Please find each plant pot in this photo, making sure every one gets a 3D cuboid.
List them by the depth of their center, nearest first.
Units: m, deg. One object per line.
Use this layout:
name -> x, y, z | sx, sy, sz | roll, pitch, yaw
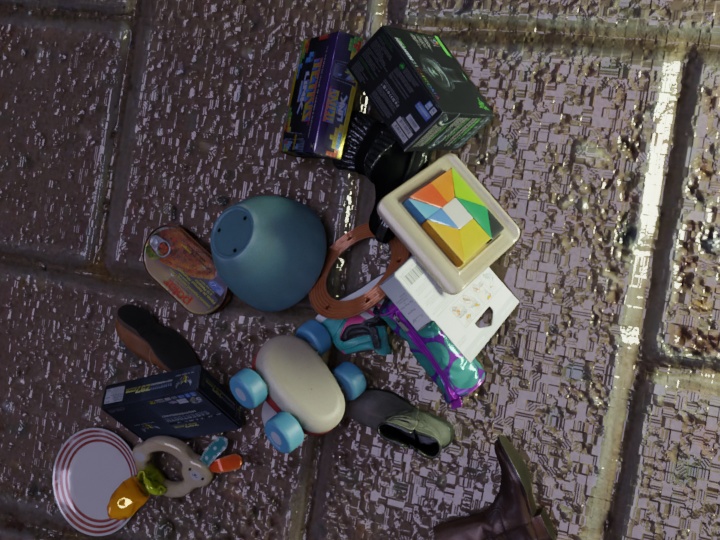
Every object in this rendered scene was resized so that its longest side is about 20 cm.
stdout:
plant pot -> -0.176, -0.043, 1.518 | 0.199, 0.134, 0.202 | -11, 69, 30

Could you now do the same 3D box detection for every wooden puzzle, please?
wooden puzzle -> 0.145, -0.080, 1.403 | 0.185, 0.200, 0.037 | 49, 141, 4

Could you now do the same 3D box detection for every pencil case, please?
pencil case -> 0.113, 0.116, 1.428 | 0.085, 0.092, 0.200 | -33, 100, 34

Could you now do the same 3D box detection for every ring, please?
ring -> 0.000, 0.000, 1.487 | 0.199, 0.019, 0.202 | -25, 41, 24

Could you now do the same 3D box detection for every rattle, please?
rattle -> -0.326, 0.365, 1.575 | 0.198, 0.143, 0.132 | 1, 98, 19

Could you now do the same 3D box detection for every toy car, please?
toy car -> -0.124, 0.217, 1.507 | 0.177, 0.184, 0.200 | 49, 144, 8

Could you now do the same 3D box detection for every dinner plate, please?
dinner plate -> -0.498, 0.399, 1.702 | 0.198, 0.024, 0.202 | -1, 88, 19

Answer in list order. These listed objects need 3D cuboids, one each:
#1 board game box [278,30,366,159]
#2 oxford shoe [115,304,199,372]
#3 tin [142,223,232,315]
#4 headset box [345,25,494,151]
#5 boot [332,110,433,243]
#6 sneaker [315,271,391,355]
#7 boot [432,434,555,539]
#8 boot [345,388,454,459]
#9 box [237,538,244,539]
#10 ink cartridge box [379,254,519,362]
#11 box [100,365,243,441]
board game box -> -0.068, -0.291, 1.512 | 0.056, 0.165, 0.202 | 11, 92, -25
oxford shoe -> -0.374, 0.148, 1.657 | 0.200, 0.071, 0.072 | 38, 128, 17
tin -> -0.317, -0.001, 1.648 | 0.200, 0.042, 0.112 | 41, 97, 17
headset box -> 0.102, -0.286, 1.430 | 0.093, 0.199, 0.175 | -41, 74, 30
boot -> 0.018, -0.155, 1.481 | 0.157, 0.080, 0.212 | 19, 67, 14
sneaker -> 0.033, 0.080, 1.494 | 0.199, 0.084, 0.121 | -31, 80, 14
boot -> 0.187, 0.386, 1.441 | 0.199, 0.064, 0.188 | -28, 76, 21
boot -> 0.052, 0.244, 1.454 | 0.198, 0.130, 0.068 | 16, 93, 20
box -> -0.211, 0.607, 1.551 | 0.200, 0.097, 0.176 | 43, 101, 16
ink cartridge box -> 0.143, 0.036, 1.398 | 0.174, 0.200, 0.044 | 50, 132, -1
box -> -0.328, 0.241, 1.579 | 0.198, 0.158, 0.051 | -13, 52, 18
